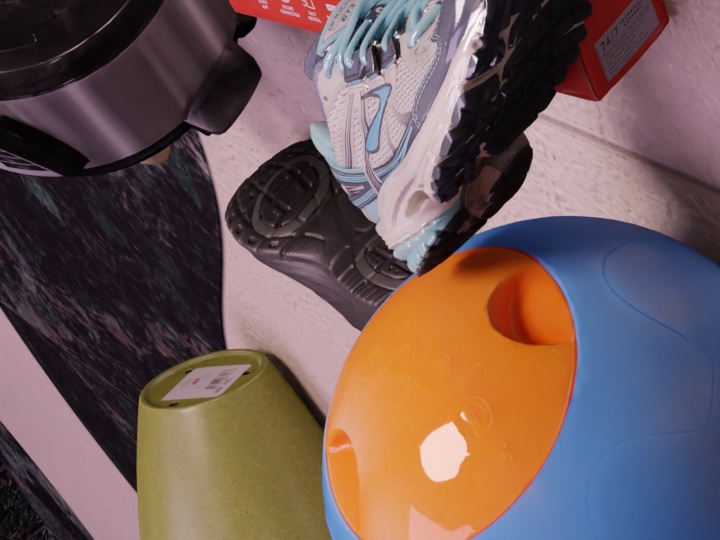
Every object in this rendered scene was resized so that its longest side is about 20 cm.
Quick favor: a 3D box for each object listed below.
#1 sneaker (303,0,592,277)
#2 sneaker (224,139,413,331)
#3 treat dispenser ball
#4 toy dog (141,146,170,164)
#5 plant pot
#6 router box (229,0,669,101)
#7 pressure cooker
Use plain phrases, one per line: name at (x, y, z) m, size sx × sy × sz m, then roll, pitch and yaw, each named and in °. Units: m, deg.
sneaker at (0.018, -0.068, 0.958) m, size 0.086 × 0.078 × 0.200 m, roll 42°, pitch 156°, yaw 10°
sneaker at (0.000, 0.000, 1.401) m, size 0.200 × 0.076 × 0.091 m, roll 37°, pitch 166°, yaw 49°
treat dispenser ball at (0.084, 0.079, 1.078) m, size 0.201 × 0.201 × 0.201 m, roll 47°, pitch 164°, yaw 17°
toy dog at (-0.147, -0.130, 1.495) m, size 0.096 × 0.132 × 0.200 m, roll 7°, pitch -146°, yaw -52°
plant pot at (-0.078, 0.163, 1.858) m, size 0.187 × 0.187 × 0.201 m, roll 22°, pitch 132°, yaw 62°
router box at (0.000, -0.161, 0.985) m, size 0.200 × 0.049 × 0.180 m, roll 18°, pitch 146°, yaw 43°
pressure cooker at (-0.145, -0.137, 1.290) m, size 0.200 × 0.178 × 0.177 m, roll 57°, pitch -163°, yaw -74°
